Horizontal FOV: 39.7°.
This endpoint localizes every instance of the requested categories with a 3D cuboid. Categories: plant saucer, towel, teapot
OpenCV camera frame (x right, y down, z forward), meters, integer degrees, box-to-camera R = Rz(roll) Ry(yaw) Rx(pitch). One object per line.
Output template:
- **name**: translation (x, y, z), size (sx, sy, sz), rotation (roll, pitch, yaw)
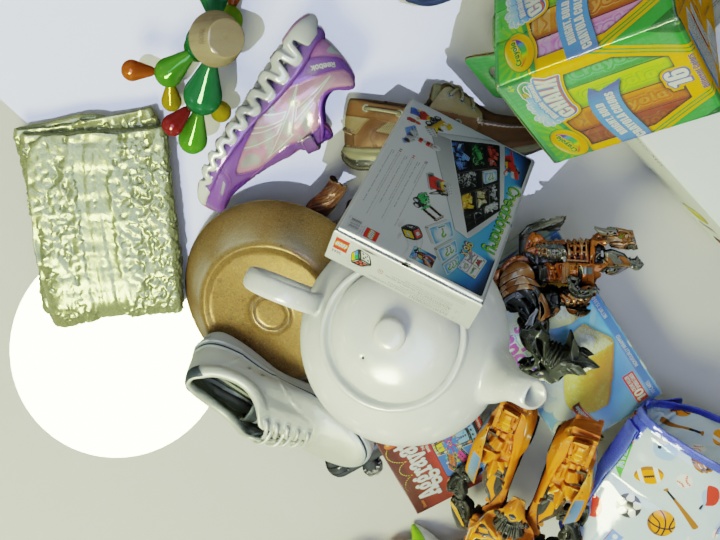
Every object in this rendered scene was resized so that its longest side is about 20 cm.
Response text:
- **plant saucer**: translation (-0.082, 0.033, 0.954), size (0.197, 0.036, 0.203), rotation (6, 115, 12)
- **towel**: translation (-0.245, -0.049, 0.956), size (0.146, 0.037, 0.203), rotation (-6, 104, -2)
- **teapot**: translation (0.028, 0.053, 0.829), size (0.198, 0.146, 0.200), rotation (-24, 81, 9)

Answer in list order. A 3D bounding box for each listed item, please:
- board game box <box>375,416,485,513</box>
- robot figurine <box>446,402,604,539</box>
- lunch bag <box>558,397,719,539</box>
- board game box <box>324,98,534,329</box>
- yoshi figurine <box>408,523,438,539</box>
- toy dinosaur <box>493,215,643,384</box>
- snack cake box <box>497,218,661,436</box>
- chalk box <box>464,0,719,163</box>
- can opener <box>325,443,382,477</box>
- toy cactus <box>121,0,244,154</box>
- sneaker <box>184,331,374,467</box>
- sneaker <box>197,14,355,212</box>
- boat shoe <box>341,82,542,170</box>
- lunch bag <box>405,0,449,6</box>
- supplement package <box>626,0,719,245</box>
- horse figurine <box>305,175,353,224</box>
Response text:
- **board game box**: translation (0.072, 0.167, 0.979), size (0.102, 0.020, 0.201), rotation (-26, 137, 1)
- **robot figurine**: translation (0.156, 0.211, 0.964), size (0.143, 0.058, 0.202), rotation (22, 123, 14)
- **lunch bag**: translation (0.320, 0.228, 1.000), size (0.197, 0.124, 0.172), rotation (20, 116, -13)
- **board game box**: translation (0.063, -0.054, 0.818), size (0.125, 0.201, 0.035), rotation (27, 134, 2)
- **yoshi figurine**: translation (0.037, 0.348, 1.039), size (0.197, 0.112, 0.114), rotation (-10, 112, 3)
- **toy dinosaur**: translation (0.161, 0.028, 0.912), size (0.198, 0.102, 0.138), rotation (-20, 90, 33)
- **snack cake box**: translation (0.193, 0.066, 0.990), size (0.114, 0.067, 0.201), rotation (-35, 103, 6)
- **chalk box**: translation (0.186, -0.184, 0.840), size (0.198, 0.126, 0.124), rotation (-17, 145, 32)
- **can opener**: translation (0.047, 0.146, 1.005), size (0.198, 0.064, 0.079), rotation (-25, 118, 3)
- **toy cactus**: translation (-0.138, -0.203, 0.854), size (0.101, 0.165, 0.203), rotation (15, 95, -21)
- **sneaker**: translation (-0.080, 0.139, 0.945), size (0.198, 0.071, 0.073), rotation (30, 128, -4)
- **sneaker**: translation (-0.074, -0.130, 0.919), size (0.088, 0.081, 0.201), rotation (34, 100, -10)
- **boat shoe**: translation (0.079, -0.136, 0.929), size (0.196, 0.076, 0.075), rotation (-4, 102, -2)
- **lunch bag**: translation (0.082, -0.318, 0.828), size (0.197, 0.132, 0.138), rotation (-21, 85, 9)
- **supplement package**: translation (0.346, -0.132, 0.922), size (0.200, 0.111, 0.156), rotation (44, 99, -12)
- **horse figurine**: translation (0.000, 0.000, 0.969), size (0.131, 0.050, 0.201), rotation (-29, 109, 13)
